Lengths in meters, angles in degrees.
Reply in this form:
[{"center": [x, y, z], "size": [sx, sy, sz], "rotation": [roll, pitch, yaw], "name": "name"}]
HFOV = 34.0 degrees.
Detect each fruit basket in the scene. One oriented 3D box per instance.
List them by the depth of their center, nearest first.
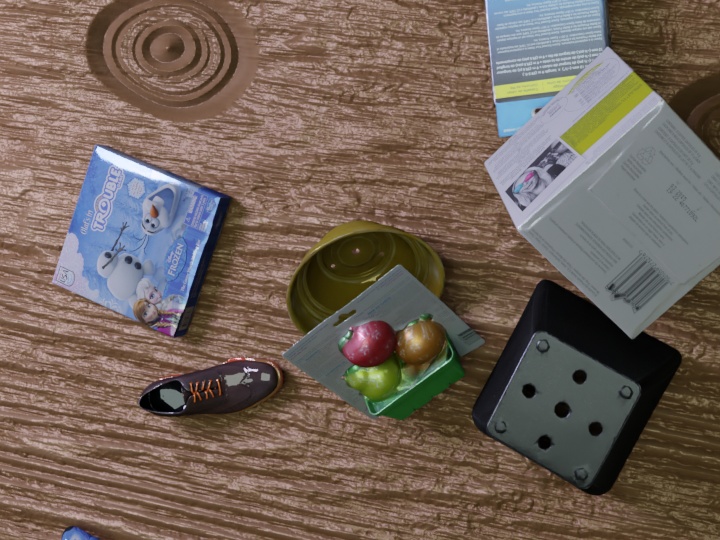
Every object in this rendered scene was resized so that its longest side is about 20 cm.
[{"center": [0.030, 0.090, 1.442], "size": [0.185, 0.094, 0.200], "rotation": [-38, 128, 15], "name": "fruit basket"}]

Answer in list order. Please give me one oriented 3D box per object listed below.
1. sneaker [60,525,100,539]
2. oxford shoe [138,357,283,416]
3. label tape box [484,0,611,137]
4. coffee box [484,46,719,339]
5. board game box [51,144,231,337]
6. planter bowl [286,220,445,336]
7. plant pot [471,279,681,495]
[{"center": [-0.431, 0.445, 1.651], "size": [0.089, 0.078, 0.201], "rotation": [35, 94, 18], "name": "sneaker"}, {"center": [-0.199, 0.162, 1.561], "size": [0.198, 0.072, 0.072], "rotation": [-15, 89, 15], "name": "oxford shoe"}, {"center": [0.229, -0.268, 1.421], "size": [0.141, 0.066, 0.203], "rotation": [-5, 95, 16], "name": "label tape box"}, {"center": [0.289, -0.090, 1.315], "size": [0.200, 0.198, 0.199], "rotation": [-43, 113, 14], "name": "coffee box"}, {"center": [-0.297, -0.040, 1.590], "size": [0.197, 0.043, 0.202], "rotation": [22, 99, 14], "name": "board game box"}, {"center": [0.000, 0.000, 1.470], "size": [0.199, 0.200, 0.084], "rotation": [-32, 41, 15], "name": "planter bowl"}, {"center": [0.246, 0.148, 1.386], "size": [0.198, 0.177, 0.202], "rotation": [29, 100, 11], "name": "plant pot"}]
